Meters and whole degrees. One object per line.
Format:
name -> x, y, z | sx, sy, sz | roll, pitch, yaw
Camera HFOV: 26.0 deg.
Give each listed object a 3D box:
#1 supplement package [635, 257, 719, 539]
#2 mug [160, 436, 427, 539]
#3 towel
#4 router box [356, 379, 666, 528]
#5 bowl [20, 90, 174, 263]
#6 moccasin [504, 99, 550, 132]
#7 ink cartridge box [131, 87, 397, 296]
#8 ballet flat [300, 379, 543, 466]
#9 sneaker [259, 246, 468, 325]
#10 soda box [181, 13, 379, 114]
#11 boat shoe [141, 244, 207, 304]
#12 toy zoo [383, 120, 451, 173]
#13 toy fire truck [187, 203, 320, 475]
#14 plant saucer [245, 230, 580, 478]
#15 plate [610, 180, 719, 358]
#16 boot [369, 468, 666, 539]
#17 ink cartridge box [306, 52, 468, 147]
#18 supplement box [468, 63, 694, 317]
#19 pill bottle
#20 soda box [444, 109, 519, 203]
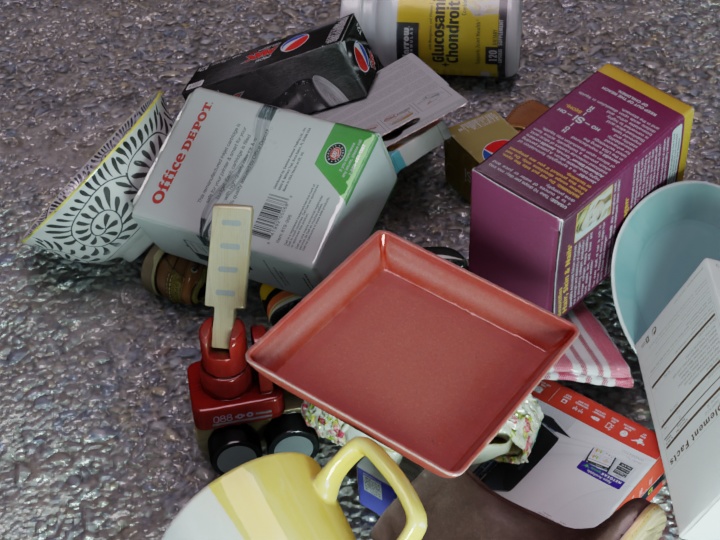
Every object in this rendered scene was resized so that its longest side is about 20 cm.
supplement package -> 0.316, 0.112, 1.251 | 0.120, 0.120, 0.201 | 14, 43, -20
mug -> -0.048, 0.228, 1.151 | 0.148, 0.188, 0.153 | -9, 46, -37
towel -> 0.127, 0.059, 1.369 | 0.198, 0.030, 0.147 | 5, 24, -13
router box -> 0.128, 0.168, 1.292 | 0.199, 0.049, 0.179 | 26, 49, 29
bowl -> -0.231, -0.071, 1.529 | 0.094, 0.200, 0.201 | 44, 46, -13
moccasin -> 0.222, -0.114, 1.585 | 0.201, 0.074, 0.078 | 31, 58, 31
ink cartridge box -> -0.088, -0.070, 1.432 | 0.199, 0.083, 0.147 | 17, 69, 24
ballet flat -> 0.049, 0.126, 1.255 | 0.198, 0.076, 0.064 | -2, 49, 5
sneaker -> 0.000, 0.000, 1.474 | 0.198, 0.070, 0.090 | -15, 46, -10
soda box -> -0.085, -0.200, 1.650 | 0.198, 0.071, 0.064 | -14, 29, 26
boat shoe -> -0.130, -0.040, 1.535 | 0.068, 0.072, 0.201 | 20, 58, 26
toy zoo -> 0.005, -0.103, 1.563 | 0.199, 0.021, 0.131 | -35, 14, -25
toy fire truck -> -0.065, 0.053, 1.321 | 0.174, 0.201, 0.129 | -9, 42, -6
plant saucer -> 0.042, 0.069, 1.237 | 0.199, 0.037, 0.200 | 27, 46, 22
plate -> 0.304, 0.020, 1.392 | 0.198, 0.026, 0.202 | 5, 75, -21
boot -> 0.111, 0.194, 1.163 | 0.167, 0.200, 0.072 | 50, 19, 24
ink cartridge box -> 0.018, -0.142, 1.577 | 0.162, 0.057, 0.200 | -29, 30, -3
supplement box -> 0.197, -0.070, 1.398 | 0.103, 0.132, 0.200 | 33, 54, 29
pill bottle -> 0.080, -0.276, 1.748 | 0.198, 0.113, 0.113 | 3, 42, 8
soda box -> 0.160, -0.075, 1.549 | 0.064, 0.068, 0.200 | -22, 45, -19
